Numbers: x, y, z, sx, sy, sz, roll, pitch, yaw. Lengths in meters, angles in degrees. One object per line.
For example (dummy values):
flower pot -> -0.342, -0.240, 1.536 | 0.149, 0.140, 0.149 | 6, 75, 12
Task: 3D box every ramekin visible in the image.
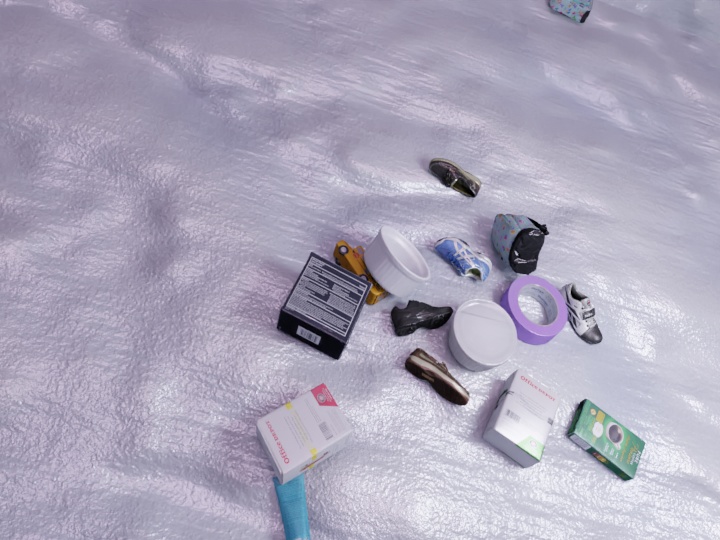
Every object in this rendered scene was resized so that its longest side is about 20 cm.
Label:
ramekin -> 0.340, 0.191, 1.607 | 0.195, 0.095, 0.208 | 6, 59, -10
ramekin -> 0.100, -0.021, 1.621 | 0.199, 0.098, 0.203 | 38, 24, -20

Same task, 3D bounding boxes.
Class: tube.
tube -> -0.149, 0.566, 1.283 | 0.075, 0.051, 0.205 | -3, 54, -19

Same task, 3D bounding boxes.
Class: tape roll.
tape roll -> 0.528, 0.120, 1.718 | 0.193, 0.066, 0.206 | 6, 58, -10

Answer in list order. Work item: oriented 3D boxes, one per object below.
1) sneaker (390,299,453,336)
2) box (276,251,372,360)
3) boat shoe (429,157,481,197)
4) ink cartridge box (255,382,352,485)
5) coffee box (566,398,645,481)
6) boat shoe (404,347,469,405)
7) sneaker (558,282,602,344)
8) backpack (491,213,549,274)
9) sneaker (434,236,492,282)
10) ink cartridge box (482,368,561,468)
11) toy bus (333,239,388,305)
sneaker -> 0.177, 0.122, 1.621 | 0.193, 0.077, 0.093 | -8, 54, -22
box -> -0.097, 0.097, 1.529 | 0.195, 0.124, 0.202 | 27, 57, 0
boat shoe -> 0.320, -0.314, 1.918 | 0.196, 0.072, 0.067 | 27, 51, -3
ink cartridge box -> -0.138, 0.391, 1.357 | 0.196, 0.085, 0.146 | -23, 60, -26
coffee box -> 0.681, 0.469, 1.561 | 0.197, 0.044, 0.124 | 35, 58, 8
boat shoe -> 0.220, 0.281, 1.535 | 0.200, 0.076, 0.075 | 36, 51, 9
sneaker -> 0.689, 0.130, 1.742 | 0.072, 0.089, 0.203 | -22, 69, -27
backpack -> 0.495, -0.103, 1.779 | 0.122, 0.171, 0.202 | 11, 28, -13
sneaker -> 0.317, -0.035, 1.747 | 0.195, 0.077, 0.078 | 26, 52, 3
ink cartridge box -> 0.436, 0.395, 1.515 | 0.144, 0.085, 0.202 | 33, 57, 6
toy bus -> 0.000, 0.000, 1.648 | 0.077, 0.066, 0.202 | -25, 69, -27
